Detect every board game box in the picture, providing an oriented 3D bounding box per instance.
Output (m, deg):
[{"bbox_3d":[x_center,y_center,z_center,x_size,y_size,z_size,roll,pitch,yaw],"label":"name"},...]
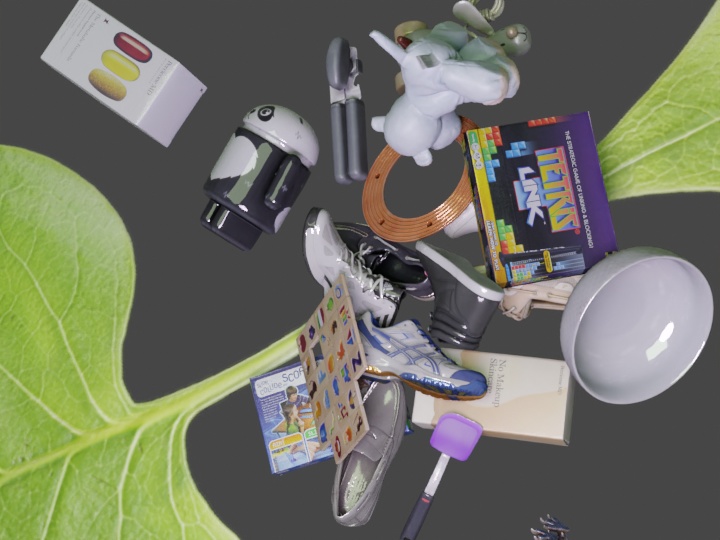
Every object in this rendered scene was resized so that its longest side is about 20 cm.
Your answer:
[{"bbox_3d":[0.227,-0.088,1.615,0.163,0.057,0.203,-10,80,-4],"label":"board game box"},{"bbox_3d":[-0.040,0.181,1.716,0.198,0.034,0.137,-18,74,11],"label":"board game box"}]

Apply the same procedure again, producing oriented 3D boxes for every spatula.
[{"bbox_3d":[0.094,0.271,1.634,0.056,0.021,0.202,25,106,5],"label":"spatula"}]

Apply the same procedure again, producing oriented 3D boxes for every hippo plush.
[{"bbox_3d":[0.104,-0.212,1.641,0.159,0.199,0.162,34,122,23],"label":"hippo plush"}]

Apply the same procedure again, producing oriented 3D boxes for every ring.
[{"bbox_3d":[0.088,-0.123,1.718,0.199,0.019,0.202,-21,50,27],"label":"ring"}]

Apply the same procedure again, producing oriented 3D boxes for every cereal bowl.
[{"bbox_3d":[0.330,0.058,1.576,0.200,0.200,0.083,-45,32,2],"label":"cereal bowl"}]

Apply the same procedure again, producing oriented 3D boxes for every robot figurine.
[{"bbox_3d":[-0.142,-0.132,1.765,0.149,0.125,0.201,30,88,20],"label":"robot figurine"}]

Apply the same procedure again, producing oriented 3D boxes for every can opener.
[{"bbox_3d":[-0.026,-0.222,1.786,0.052,0.066,0.203,-12,79,36],"label":"can opener"}]

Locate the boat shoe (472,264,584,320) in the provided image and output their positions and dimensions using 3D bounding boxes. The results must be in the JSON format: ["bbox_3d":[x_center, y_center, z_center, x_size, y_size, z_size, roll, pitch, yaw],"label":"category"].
[{"bbox_3d":[0.206,0.029,1.662,0.197,0.072,0.066,-2,76,10],"label":"boat shoe"}]

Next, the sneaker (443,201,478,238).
[{"bbox_3d":[0.205,-0.080,1.688,0.198,0.075,0.082,-22,82,11],"label":"sneaker"}]

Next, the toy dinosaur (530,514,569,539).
[{"bbox_3d":[0.205,0.402,1.576,0.198,0.105,0.184,19,104,7],"label":"toy dinosaur"}]

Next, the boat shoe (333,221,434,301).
[{"bbox_3d":[0.021,-0.021,1.728,0.198,0.063,0.073,25,86,19],"label":"boat shoe"}]

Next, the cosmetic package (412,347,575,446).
[{"bbox_3d":[0.173,0.161,1.641,0.197,0.071,0.107,3,78,17],"label":"cosmetic package"}]

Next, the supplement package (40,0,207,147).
[{"bbox_3d":[-0.344,-0.289,1.865,0.199,0.109,0.114,34,89,20],"label":"supplement package"}]

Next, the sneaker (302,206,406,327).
[{"bbox_3d":[0.000,0.000,1.670,0.114,0.202,0.076,-1,39,23],"label":"sneaker"}]

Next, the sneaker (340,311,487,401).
[{"bbox_3d":[0.072,0.104,1.606,0.198,0.075,0.089,14,72,21],"label":"sneaker"}]

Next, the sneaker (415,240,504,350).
[{"bbox_3d":[0.105,0.033,1.609,0.100,0.070,0.200,-67,28,12],"label":"sneaker"}]

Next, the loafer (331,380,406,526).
[{"bbox_3d":[0.011,0.229,1.636,0.069,0.070,0.203,11,81,19],"label":"loafer"}]

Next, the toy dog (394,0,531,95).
[{"bbox_3d":[0.125,-0.314,1.744,0.198,0.096,0.133,-29,73,8],"label":"toy dog"}]

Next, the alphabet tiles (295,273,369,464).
[{"bbox_3d":[-0.032,0.133,1.625,0.007,0.168,0.202,1,57,-27],"label":"alphabet tiles"}]
